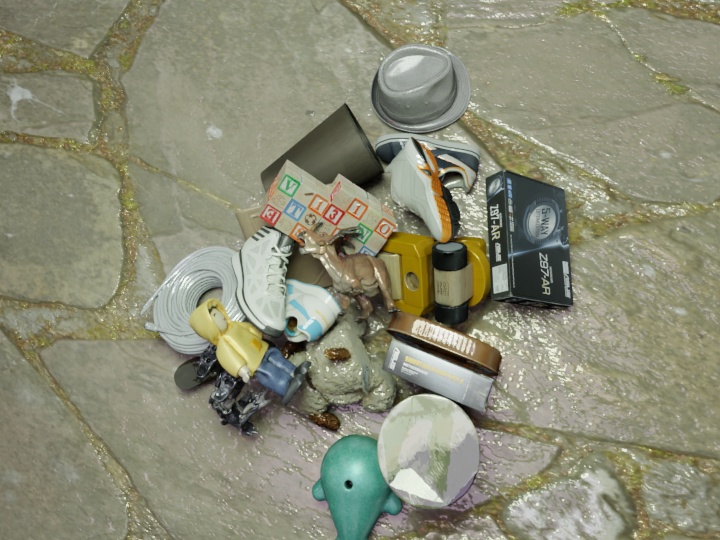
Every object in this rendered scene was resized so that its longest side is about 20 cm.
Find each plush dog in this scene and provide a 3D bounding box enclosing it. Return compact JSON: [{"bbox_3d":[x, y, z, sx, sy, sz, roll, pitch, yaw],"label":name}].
[{"bbox_3d":[-0.059,0.175,0.956,0.170,0.159,0.204,-36,73,25],"label":"plush dog"}]

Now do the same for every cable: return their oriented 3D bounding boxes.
[{"bbox_3d":[-0.276,0.057,1.028,0.196,0.070,0.203,23,70,25],"label":"cable"}]

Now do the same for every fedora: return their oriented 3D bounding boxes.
[{"bbox_3d":[0.109,-0.356,1.056,0.193,0.090,0.184,-3,77,10],"label":"fedora"}]

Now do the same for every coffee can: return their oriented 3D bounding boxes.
[{"bbox_3d":[0.107,0.264,0.862,0.141,0.200,0.152,-2,78,10],"label":"coffee can"}]

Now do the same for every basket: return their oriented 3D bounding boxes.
[{"bbox_3d":[-0.072,-0.183,1.027,0.197,0.182,0.137,-33,114,9],"label":"basket"}]

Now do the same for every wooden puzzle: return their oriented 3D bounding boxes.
[{"bbox_3d":[-0.103,-0.048,1.008,0.193,0.038,0.190,-12,120,9],"label":"wooden puzzle"}]

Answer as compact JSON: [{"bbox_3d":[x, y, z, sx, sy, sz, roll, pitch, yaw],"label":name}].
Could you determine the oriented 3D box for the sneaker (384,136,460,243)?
[{"bbox_3d":[0.098,-0.118,0.943,0.091,0.075,0.205,-38,51,30],"label":"sneaker"}]

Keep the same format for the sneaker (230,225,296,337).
[{"bbox_3d":[-0.144,0.001,0.909,0.116,0.075,0.203,-48,45,20],"label":"sneaker"}]

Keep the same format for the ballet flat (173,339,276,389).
[{"bbox_3d":[-0.243,0.167,1.033,0.194,0.046,0.070,-19,95,3],"label":"ballet flat"}]

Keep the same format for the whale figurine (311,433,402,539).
[{"bbox_3d":[-0.011,0.371,0.911,0.153,0.104,0.208,6,84,14],"label":"whale figurine"}]

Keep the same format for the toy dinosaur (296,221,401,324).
[{"bbox_3d":[0.000,0.000,0.899,0.085,0.197,0.140,-26,56,35],"label":"toy dinosaur"}]

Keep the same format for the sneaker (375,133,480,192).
[{"bbox_3d":[0.116,-0.191,1.026,0.193,0.079,0.082,9,73,11],"label":"sneaker"}]

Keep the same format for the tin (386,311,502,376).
[{"bbox_3d":[0.137,0.120,0.936,0.194,0.112,0.043,21,81,13],"label":"tin"}]

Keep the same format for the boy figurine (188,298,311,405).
[{"bbox_3d":[-0.171,0.116,0.874,0.198,0.125,0.065,38,118,-2],"label":"boy figurine"}]

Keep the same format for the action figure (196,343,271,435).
[{"bbox_3d":[-0.207,0.203,0.954,0.117,0.203,0.102,34,63,22],"label":"action figure"}]

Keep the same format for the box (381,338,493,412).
[{"bbox_3d":[0.123,0.161,0.883,0.154,0.200,0.050,20,84,14],"label":"box"}]

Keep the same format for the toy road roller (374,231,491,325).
[{"bbox_3d":[0.131,0.000,0.963,0.196,0.144,0.127,12,115,41],"label":"toy road roller"}]

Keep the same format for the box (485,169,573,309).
[{"bbox_3d":[0.278,-0.046,0.933,0.156,0.043,0.208,9,74,-33],"label":"box"}]

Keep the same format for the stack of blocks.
[{"bbox_3d":[-0.052,-0.092,0.920,0.197,0.059,0.116,31,113,-20],"label":"stack of blocks"}]

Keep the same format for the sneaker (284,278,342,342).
[{"bbox_3d":[-0.114,0.070,0.961,0.081,0.198,0.077,-47,113,-24],"label":"sneaker"}]
